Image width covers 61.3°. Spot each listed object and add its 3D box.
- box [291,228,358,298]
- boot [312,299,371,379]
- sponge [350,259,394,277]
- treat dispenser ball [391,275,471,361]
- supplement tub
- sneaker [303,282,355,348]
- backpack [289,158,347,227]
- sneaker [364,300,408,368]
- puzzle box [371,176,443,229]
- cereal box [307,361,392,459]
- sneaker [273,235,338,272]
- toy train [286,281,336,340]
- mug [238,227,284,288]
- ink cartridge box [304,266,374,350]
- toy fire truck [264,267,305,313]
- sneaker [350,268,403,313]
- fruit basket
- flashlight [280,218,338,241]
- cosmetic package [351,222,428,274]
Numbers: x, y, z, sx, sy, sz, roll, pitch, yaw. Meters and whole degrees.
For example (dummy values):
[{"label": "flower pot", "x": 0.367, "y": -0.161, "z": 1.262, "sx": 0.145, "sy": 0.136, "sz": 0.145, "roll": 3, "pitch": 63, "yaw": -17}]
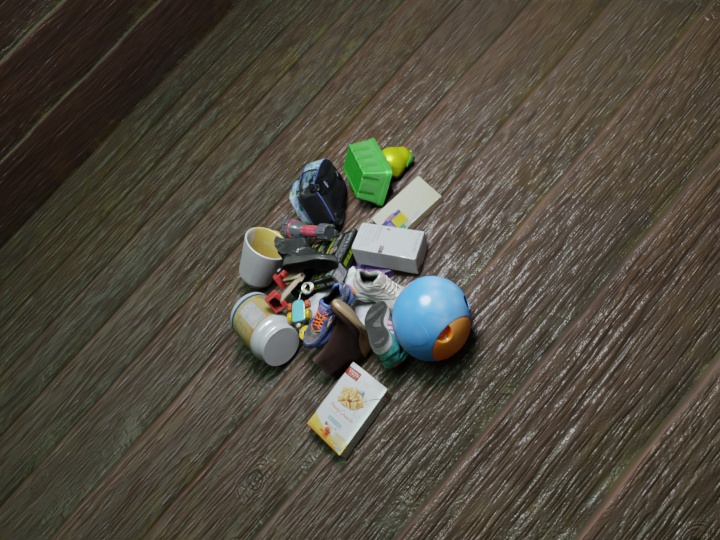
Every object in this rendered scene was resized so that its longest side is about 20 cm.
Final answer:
[{"label": "box", "x": -0.102, "y": -0.020, "z": 1.798, "sx": 0.190, "sy": 0.048, "sz": 0.203, "roll": -19, "pitch": 34, "yaw": 40}, {"label": "boot", "x": -0.062, "y": 0.185, "z": 1.583, "sx": 0.165, "sy": 0.201, "sz": 0.073, "roll": -38, "pitch": 35, "yaw": 4}, {"label": "sponge", "x": 0.000, "y": 0.000, "z": 1.788, "sx": 0.195, "sy": 0.030, "sz": 0.114, "roll": -24, "pitch": 50, "yaw": 17}, {"label": "treat dispenser ball", "x": 0.172, "y": 0.117, "z": 1.479, "sx": 0.196, "sy": 0.202, "sz": 0.206, "roll": -16, "pitch": 51, "yaw": 21}, {"label": "supplement tub", "x": -0.278, "y": 0.170, "z": 1.767, "sx": 0.145, "sy": 0.145, "sz": 0.199, "roll": -48, "pitch": 47, "yaw": -7}, {"label": "sneaker", "x": -0.094, "y": 0.112, "z": 1.611, "sx": 0.074, "sy": 0.078, "sz": 0.203, "roll": 27, "pitch": 80, "yaw": 30}, {"label": "backpack", "x": -0.134, "y": -0.245, "z": 1.942, "sx": 0.143, "sy": 0.185, "sz": 0.204, "roll": -14, "pitch": 40, "yaw": 26}, {"label": "sneaker", "x": 0.074, "y": 0.176, "z": 1.565, "sx": 0.082, "sy": 0.122, "sz": 0.202, "roll": -27, "pitch": 30, "yaw": 14}, {"label": "puzzle box", "x": 0.140, "y": -0.182, "z": 1.830, "sx": 0.199, "sy": 0.025, "sz": 0.134, "roll": -42, "pitch": 47, "yaw": 1}, {"label": "cereal box", "x": -0.029, "y": 0.353, "z": 1.552, "sx": 0.142, "sy": 0.040, "sz": 0.202, "roll": 29, "pitch": 77, "yaw": 42}, {"label": "sneaker", "x": -0.155, "y": -0.053, "z": 1.717, "sx": 0.193, "sy": 0.061, "sz": 0.107, "roll": -5, "pitch": 53, "yaw": 12}, {"label": "toy train", "x": -0.116, "y": 0.134, "z": 1.688, "sx": 0.150, "sy": 0.056, "sz": 0.199, "roll": -46, "pitch": 59, "yaw": -4}, {"label": "mug", "x": -0.304, "y": -0.032, "z": 1.934, "sx": 0.149, "sy": 0.184, "sz": 0.155, "roll": 45, "pitch": 126, "yaw": 24}, {"label": "ink cartridge box", "x": -0.050, "y": 0.126, "z": 1.712, "sx": 0.197, "sy": 0.041, "sz": 0.203, "roll": -34, "pitch": 60, "yaw": 10}, {"label": "toy fire truck", "x": -0.196, "y": 0.020, "z": 1.753, "sx": 0.199, "sy": 0.049, "sz": 0.141, "roll": -43, "pitch": 24, "yaw": -3}, {"label": "sneaker", "x": 0.064, "y": 0.051, "z": 1.631, "sx": 0.194, "sy": 0.101, "sz": 0.080, "roll": 14, "pitch": 55, "yaw": 5}, {"label": "fruit basket", "x": 0.065, "y": -0.320, "z": 1.923, "sx": 0.209, "sy": 0.158, "sz": 0.219, "roll": 11, "pitch": 40, "yaw": -9}, {"label": "flashlight", "x": -0.163, "y": -0.123, "z": 1.873, "sx": 0.196, "sy": 0.069, "sz": 0.068, "roll": 9, "pitch": 52, "yaw": 45}, {"label": "cosmetic package", "x": 0.083, "y": -0.065, "z": 1.719, "sx": 0.194, "sy": 0.075, "sz": 0.104, "roll": 8, "pitch": 56, "yaw": 23}]
